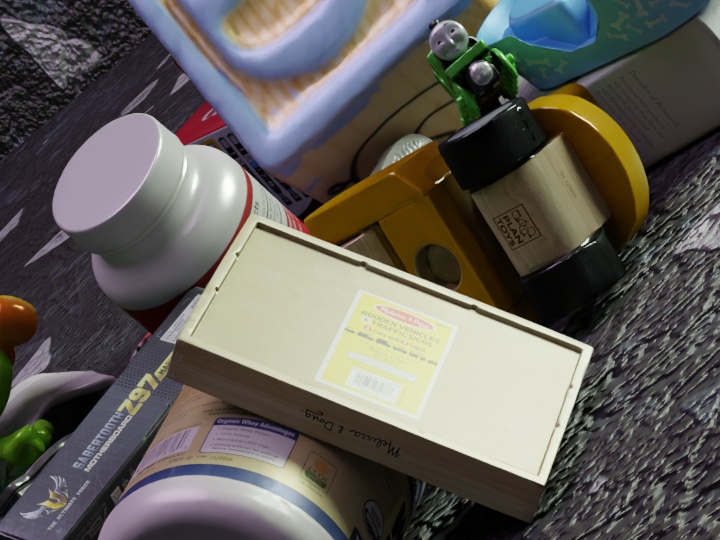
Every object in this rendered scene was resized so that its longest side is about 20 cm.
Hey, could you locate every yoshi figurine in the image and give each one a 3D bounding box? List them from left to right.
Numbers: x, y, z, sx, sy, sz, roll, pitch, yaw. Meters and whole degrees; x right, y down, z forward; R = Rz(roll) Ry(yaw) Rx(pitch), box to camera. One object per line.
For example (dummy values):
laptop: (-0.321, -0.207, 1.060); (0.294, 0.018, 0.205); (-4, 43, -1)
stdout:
yoshi figurine: (-0.245, 0.091, 1.465); (0.112, 0.112, 0.201); (-2, 54, 18)

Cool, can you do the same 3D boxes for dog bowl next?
dog bowl: (0.154, -0.171, 1.536); (0.200, 0.050, 0.112); (-23, 25, 53)

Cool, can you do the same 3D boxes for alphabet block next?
alphabet block: (-0.014, -0.173, 1.741); (0.195, 0.197, 0.200); (-41, -20, 10)

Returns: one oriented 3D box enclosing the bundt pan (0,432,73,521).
bundt pan: (-0.178, 0.187, 1.528); (0.202, 0.076, 0.202); (-47, -15, -17)

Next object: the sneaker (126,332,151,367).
sneaker: (-0.069, 0.040, 1.774); (0.200, 0.071, 0.098); (-30, -8, -2)

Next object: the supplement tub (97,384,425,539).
supplement tub: (-0.045, 0.118, 1.330); (0.144, 0.144, 0.200); (-34, 17, 33)

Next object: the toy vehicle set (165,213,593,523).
toy vehicle set: (0.013, 0.047, 1.301); (0.124, 0.199, 0.027); (-61, -9, -54)

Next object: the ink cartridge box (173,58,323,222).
ink cartridge box: (-0.075, -0.100, 1.997); (0.084, 0.176, 0.200); (-49, 15, -26)

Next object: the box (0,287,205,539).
box: (-0.109, 0.134, 1.447); (0.051, 0.158, 0.200); (13, 51, 34)

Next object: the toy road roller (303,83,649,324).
toy road roller: (0.081, -0.029, 1.486); (0.199, 0.123, 0.146); (-28, 7, 38)

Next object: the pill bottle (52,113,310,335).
pill bottle: (-0.089, -0.003, 1.528); (0.112, 0.200, 0.113); (-27, 40, 26)

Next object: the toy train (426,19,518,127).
toy train: (0.065, -0.118, 1.512); (0.042, 0.056, 0.200); (-40, -4, 2)

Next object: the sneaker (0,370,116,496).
sneaker: (-0.219, 0.129, 1.528); (0.088, 0.075, 0.200); (-17, 30, 52)

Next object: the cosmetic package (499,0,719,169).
cosmetic package: (0.169, -0.113, 1.572); (0.200, 0.074, 0.102); (-33, 17, 39)

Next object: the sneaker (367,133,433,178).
sneaker: (-0.001, 0.000, 1.680); (0.114, 0.073, 0.201); (-36, 23, 44)
